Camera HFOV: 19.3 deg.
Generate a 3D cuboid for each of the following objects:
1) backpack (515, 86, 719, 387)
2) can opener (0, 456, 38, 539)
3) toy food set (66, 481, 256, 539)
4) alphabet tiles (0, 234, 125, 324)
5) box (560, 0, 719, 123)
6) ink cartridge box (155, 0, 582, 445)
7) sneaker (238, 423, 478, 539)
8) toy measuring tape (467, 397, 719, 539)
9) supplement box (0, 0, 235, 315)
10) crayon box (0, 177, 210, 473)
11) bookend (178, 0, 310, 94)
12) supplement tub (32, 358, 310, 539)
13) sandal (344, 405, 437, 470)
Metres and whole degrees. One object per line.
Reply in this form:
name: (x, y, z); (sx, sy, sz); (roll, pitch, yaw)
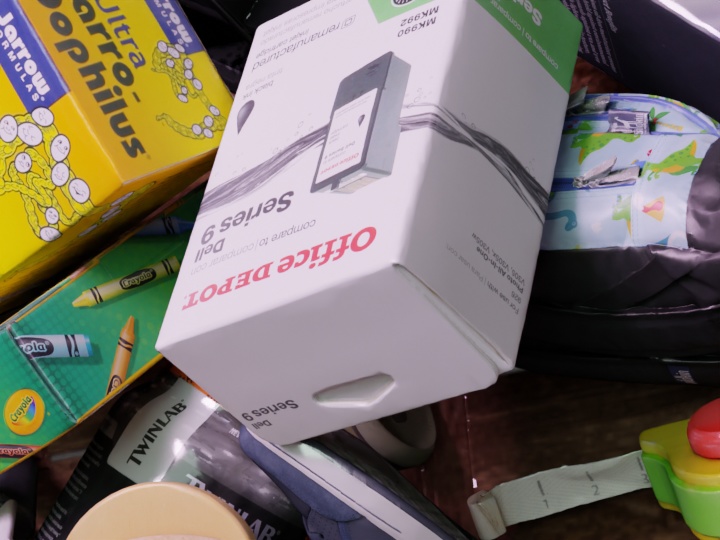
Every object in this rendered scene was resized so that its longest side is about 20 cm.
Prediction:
backpack: (0.116, -0.012, 1.008); (0.199, 0.163, 0.154); (-13, 60, 26)
can opener: (-0.201, 0.125, 1.070); (0.067, 0.200, 0.053); (31, 95, -12)
toy food set: (-0.082, 0.212, 0.959); (0.200, 0.049, 0.198); (38, 102, 3)
alphabet tiles: (-0.207, -0.024, 1.131); (0.166, 0.006, 0.200); (47, 53, -6)
box: (0.183, -0.186, 1.026); (0.198, 0.123, 0.200); (36, 78, 27)
ink cartridge box: (0.007, -0.038, 0.943); (0.146, 0.084, 0.201); (-21, 41, 37)
sneaker: (-0.009, 0.167, 0.995); (0.202, 0.077, 0.146); (40, 96, -9)
toy measuring tape: (0.143, 0.105, 0.990); (0.199, 0.074, 0.074); (-16, 67, 15)
supplement box: (-0.169, -0.054, 1.026); (0.200, 0.109, 0.109); (-33, 87, 35)
crayon box: (-0.133, 0.029, 1.054); (0.119, 0.200, 0.058); (-31, 96, 39)
bookend: (-0.046, -0.150, 1.087); (0.200, 0.199, 0.092); (26, 82, 27)
supplement tub: (-0.099, 0.144, 1.057); (0.122, 0.122, 0.201); (28, 86, 28)
sandal: (0.001, 0.001, 1.074); (0.057, 0.080, 0.202); (-30, 79, 37)
